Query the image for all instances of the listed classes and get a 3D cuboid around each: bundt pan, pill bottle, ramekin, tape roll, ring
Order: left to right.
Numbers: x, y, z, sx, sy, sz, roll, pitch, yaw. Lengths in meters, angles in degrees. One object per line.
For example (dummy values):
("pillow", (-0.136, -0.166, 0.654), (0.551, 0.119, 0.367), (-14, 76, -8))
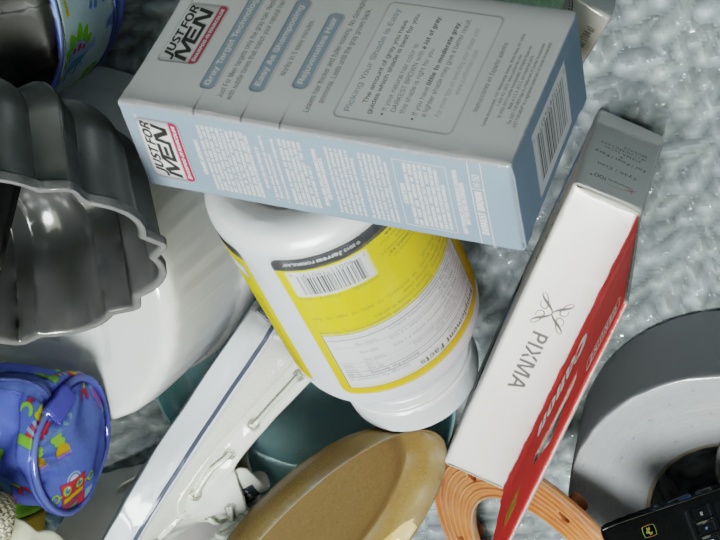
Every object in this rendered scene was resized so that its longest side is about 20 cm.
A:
("bundt pan", (-0.197, -0.033, 0.915), (0.199, 0.077, 0.202), (-5, 156, -2))
("ramekin", (-0.166, -0.008, 1.068), (0.198, 0.098, 0.203), (11, 120, 19))
("pill bottle", (0.000, 0.000, 0.983), (0.111, 0.113, 0.201), (-4, 143, 19))
("ring", (0.120, 0.187, 1.126), (0.200, 0.019, 0.201), (40, 153, 25))
("tape roll", (0.224, 0.124, 1.085), (0.198, 0.066, 0.202), (8, 125, 12))

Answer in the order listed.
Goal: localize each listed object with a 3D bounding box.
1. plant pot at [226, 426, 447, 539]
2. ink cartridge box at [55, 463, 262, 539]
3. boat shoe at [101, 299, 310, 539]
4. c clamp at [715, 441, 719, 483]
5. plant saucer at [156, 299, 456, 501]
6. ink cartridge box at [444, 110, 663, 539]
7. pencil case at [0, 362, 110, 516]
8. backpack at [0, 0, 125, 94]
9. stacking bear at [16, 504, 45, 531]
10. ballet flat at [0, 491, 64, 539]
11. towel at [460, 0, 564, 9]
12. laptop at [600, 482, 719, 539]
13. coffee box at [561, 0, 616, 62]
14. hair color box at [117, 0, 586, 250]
("plant pot", (-0.029, 0.164, 1.093), (0.027, 0.199, 0.201), (41, 131, 25))
("ink cartridge box", (-0.098, 0.225, 1.217), (0.144, 0.085, 0.201), (-16, 118, 41))
("boat shoe", (-0.081, 0.121, 1.078), (0.086, 0.075, 0.203), (34, 96, -3))
("c clamp", (0.300, 0.103, 0.992), (0.171, 0.027, 0.200), (42, 123, -14))
("plant saucer", (-0.035, 0.064, 1.143), (0.198, 0.028, 0.202), (7, 124, 11))
("ink cartridge box", (0.098, 0.039, 0.989), (0.044, 0.177, 0.201), (23, 123, 2))
("pencil case", (-0.242, 0.082, 1.043), (0.198, 0.078, 0.087), (8, 136, 19))
("backpack", (-0.224, -0.158, 0.969), (0.198, 0.147, 0.185), (-14, 109, 29))
("stacking bear", (-0.252, 0.163, 1.168), (0.112, 0.121, 0.203), (-8, 93, 13))
("ballet flat", (-0.195, 0.172, 1.038), (0.074, 0.069, 0.201), (2, 154, 4))
("towel", (0.035, -0.222, 0.878), (0.199, 0.023, 0.154), (30, 82, -6))
("laptop", (0.254, 0.199, 0.984), (0.198, 0.104, 0.179), (-20, 115, 8))
("coffee box", (0.022, -0.153, 0.947), (0.199, 0.080, 0.115), (28, 127, -4))
("hair color box", (-0.003, -0.081, 0.872), (0.198, 0.100, 0.061), (11, 144, 21))
